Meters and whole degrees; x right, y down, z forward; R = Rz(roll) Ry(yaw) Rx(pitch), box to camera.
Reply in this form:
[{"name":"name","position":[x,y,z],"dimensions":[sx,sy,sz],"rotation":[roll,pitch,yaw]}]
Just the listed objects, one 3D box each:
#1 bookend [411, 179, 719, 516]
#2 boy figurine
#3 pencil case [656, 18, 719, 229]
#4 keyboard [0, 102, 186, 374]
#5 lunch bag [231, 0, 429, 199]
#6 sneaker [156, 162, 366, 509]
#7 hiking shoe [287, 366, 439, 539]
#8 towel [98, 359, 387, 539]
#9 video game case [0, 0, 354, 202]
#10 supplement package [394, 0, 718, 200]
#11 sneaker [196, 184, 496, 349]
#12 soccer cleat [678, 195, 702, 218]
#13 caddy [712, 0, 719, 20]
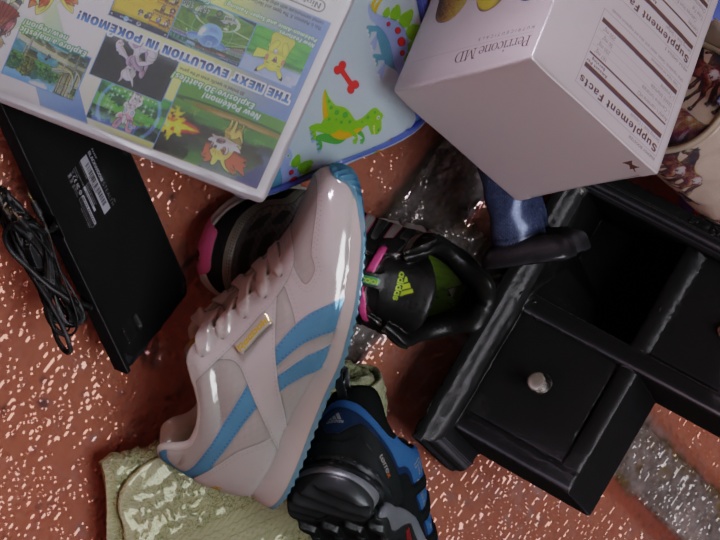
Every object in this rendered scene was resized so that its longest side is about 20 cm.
[{"name":"bookend","position":[0.169,0.069,1.556],"dimensions":[0.201,0.198,0.092],"rotation":[-58,159,-6]},{"name":"boy figurine","position":[0.086,-0.104,1.513],"dimensions":[0.124,0.064,0.202],"rotation":[-12,94,-70]},{"name":"pencil case","position":[0.238,-0.061,1.546],"dimensions":[0.089,0.078,0.200],"rotation":[-43,132,10]},{"name":"keyboard","position":[-0.162,-0.038,1.388],"dimensions":[0.104,0.039,0.201],"rotation":[-53,131,-42]},{"name":"lunch bag","position":[-0.041,-0.151,1.402],"dimensions":[0.160,0.082,0.201],"rotation":[-25,118,-26]},{"name":"sneaker","position":[-0.050,0.033,1.408],"dimensions":[0.080,0.077,0.201],"rotation":[17,108,-9]},{"name":"hiking shoe","position":[0.022,0.142,1.507],"dimensions":[0.200,0.074,0.087],"rotation":[63,35,-53]},{"name":"towel","position":[-0.062,0.145,1.515],"dimensions":[0.199,0.036,0.149],"rotation":[-20,117,-32]},{"name":"video game case","position":[-0.102,-0.151,1.307],"dimensions":[0.199,0.022,0.183],"rotation":[21,103,-20]},{"name":"supplement package","position":[0.121,-0.156,1.423],"dimensions":[0.109,0.113,0.201],"rotation":[39,59,-31]},{"name":"sneaker","position":[0.000,0.000,1.482],"dimensions":[0.199,0.087,0.074],"rotation":[11,98,-39]},{"name":"soccer cleat","position":[0.226,-0.082,1.657],"dimensions":[0.068,0.073,0.202],"rotation":[-6,92,-17]},{"name":"caddy","position":[0.249,-0.192,1.569],"dimensions":[0.200,0.105,0.142],"rotation":[44,77,-15]}]
